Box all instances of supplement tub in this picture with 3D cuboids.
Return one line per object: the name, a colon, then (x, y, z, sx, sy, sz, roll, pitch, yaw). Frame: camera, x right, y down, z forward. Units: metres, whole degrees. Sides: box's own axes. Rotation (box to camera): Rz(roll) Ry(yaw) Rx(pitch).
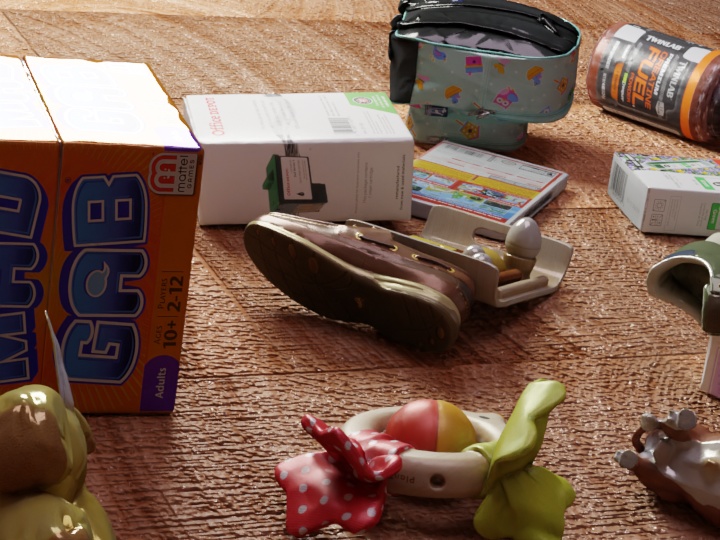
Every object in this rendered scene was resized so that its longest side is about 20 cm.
supplement tub: (0.366, -0.212, 2.212, 0.199, 0.108, 0.107, 22, 25, 32)

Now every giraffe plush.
giraffe plush: (-0.228, 0.134, 1.065, 0.161, 0.173, 0.201, -17, 55, -3)

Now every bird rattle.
bird rattle: (0.042, 0.131, 1.288, 0.198, 0.114, 0.163, -6, 10, -1)

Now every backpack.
backpack: (0.136, -0.213, 2.060, 0.198, 0.155, 0.176, 1, 23, 8)

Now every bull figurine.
bull figurine: (0.269, 0.145, 1.310, 0.199, 0.066, 0.121, 12, -13, 28)

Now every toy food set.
toy food set: (0.087, -0.024, 1.656, 0.143, 0.061, 0.200, 18, 11, 22)

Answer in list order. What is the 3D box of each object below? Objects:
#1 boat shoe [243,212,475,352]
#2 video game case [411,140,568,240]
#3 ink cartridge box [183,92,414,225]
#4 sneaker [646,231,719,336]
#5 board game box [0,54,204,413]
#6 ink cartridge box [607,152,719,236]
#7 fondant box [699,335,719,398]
boat shoe: (0.000, 0.000, 1.562, 0.199, 0.072, 0.068, 22, 49, 18)
video game case: (0.110, -0.082, 1.906, 0.142, 0.018, 0.200, 17, 23, 19)
ink cartridge box: (-0.061, -0.106, 1.786, 0.198, 0.085, 0.146, -2, 23, -9)
sneaker: (0.303, 0.033, 1.486, 0.089, 0.068, 0.200, -15, 30, -29)
board game box: (-0.238, -0.030, 1.388, 0.198, 0.202, 0.200, 1, 22, -19)
ink cartridge box: (0.360, -0.074, 1.939, 0.198, 0.051, 0.109, 3, 22, -13)
fondant box: (0.391, 0.078, 1.559, 0.199, 0.059, 0.144, -12, 30, -44)
